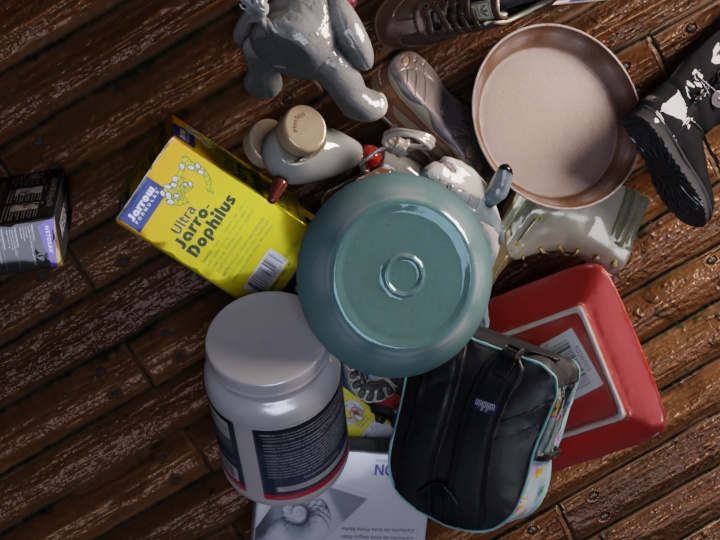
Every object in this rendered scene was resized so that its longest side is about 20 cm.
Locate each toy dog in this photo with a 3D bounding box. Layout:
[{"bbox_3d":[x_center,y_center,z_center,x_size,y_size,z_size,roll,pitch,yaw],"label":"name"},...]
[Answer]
[{"bbox_3d":[-0.026,-0.096,1.612,0.198,0.132,0.097,12,76,-6],"label":"toy dog"}]

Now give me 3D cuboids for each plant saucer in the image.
[{"bbox_3d":[0.204,-0.160,1.663,0.199,0.034,0.202,3,79,-18],"label":"plant saucer"},{"bbox_3d":[0.038,0.005,1.523,0.198,0.036,0.202,0,90,-13],"label":"plant saucer"}]

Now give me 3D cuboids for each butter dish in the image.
[{"bbox_3d":[0.234,0.100,1.729,0.198,0.148,0.201,-22,91,30],"label":"butter dish"}]

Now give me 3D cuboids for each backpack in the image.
[{"bbox_3d":[0.126,0.164,1.625,0.175,0.153,0.202,18,94,22],"label":"backpack"}]

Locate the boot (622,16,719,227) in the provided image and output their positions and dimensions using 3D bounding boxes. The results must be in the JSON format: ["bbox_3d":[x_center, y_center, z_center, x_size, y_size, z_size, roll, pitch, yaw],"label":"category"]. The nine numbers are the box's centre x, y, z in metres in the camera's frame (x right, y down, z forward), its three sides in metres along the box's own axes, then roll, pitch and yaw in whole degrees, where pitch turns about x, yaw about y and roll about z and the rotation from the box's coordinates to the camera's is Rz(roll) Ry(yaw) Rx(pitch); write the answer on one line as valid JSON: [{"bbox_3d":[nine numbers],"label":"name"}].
[{"bbox_3d":[0.387,-0.169,1.688,0.200,0.065,0.165,-45,122,-20],"label":"boot"}]

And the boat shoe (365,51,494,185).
[{"bbox_3d":[0.080,-0.144,1.675,0.072,0.076,0.200,-25,115,36],"label":"boat shoe"}]

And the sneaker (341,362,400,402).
[{"bbox_3d":[-0.009,0.042,1.708,0.078,0.090,0.202,0,86,-23],"label":"sneaker"}]

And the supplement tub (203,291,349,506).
[{"bbox_3d":[-0.086,0.133,1.610,0.139,0.141,0.201,-10,137,-5],"label":"supplement tub"}]

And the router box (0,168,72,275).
[{"bbox_3d":[-0.372,-0.044,1.567,0.156,0.200,0.053,-9,108,-4],"label":"router box"}]

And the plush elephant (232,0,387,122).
[{"bbox_3d":[-0.049,-0.272,1.581,0.156,0.164,0.200,-64,148,-23],"label":"plush elephant"}]

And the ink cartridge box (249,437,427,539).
[{"bbox_3d":[-0.024,0.283,1.755,0.198,0.041,0.202,3,109,-7],"label":"ink cartridge box"}]

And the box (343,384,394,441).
[{"bbox_3d":[-0.055,0.165,1.757,0.200,0.048,0.117,38,99,-19],"label":"box"}]

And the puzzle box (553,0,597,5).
[{"bbox_3d":[0.161,-0.340,1.643,0.198,0.025,0.134,-7,108,-6],"label":"puzzle box"}]

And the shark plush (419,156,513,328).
[{"bbox_3d":[0.100,-0.032,1.635,0.090,0.083,0.201,20,131,29],"label":"shark plush"}]

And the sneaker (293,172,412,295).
[{"bbox_3d":[0.000,0.000,1.594,0.139,0.078,0.201,-7,120,-14],"label":"sneaker"}]

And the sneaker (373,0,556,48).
[{"bbox_3d":[0.111,-0.275,1.603,0.199,0.076,0.071,-20,109,-2],"label":"sneaker"}]

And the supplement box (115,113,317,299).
[{"bbox_3d":[-0.144,-0.056,1.643,0.199,0.109,0.110,33,101,-16],"label":"supplement box"}]

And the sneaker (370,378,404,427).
[{"bbox_3d":[0.107,0.147,1.757,0.199,0.071,0.099,22,78,-29],"label":"sneaker"}]

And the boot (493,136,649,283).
[{"bbox_3d":[0.211,-0.027,1.719,0.154,0.072,0.201,28,97,-11],"label":"boot"}]
